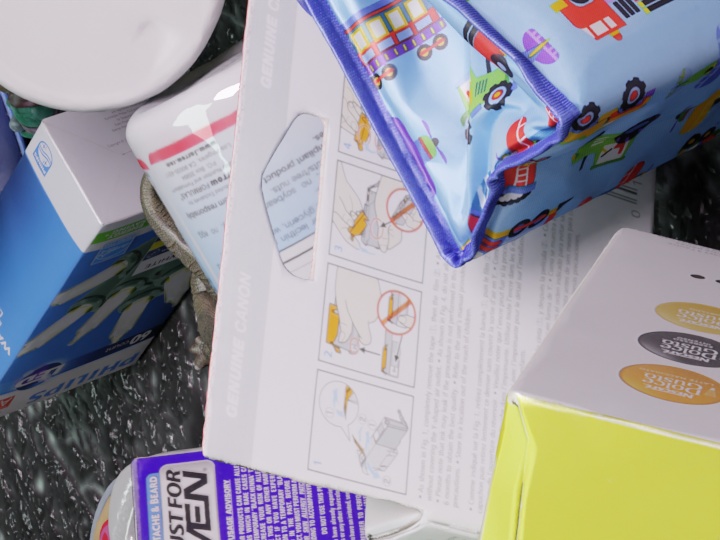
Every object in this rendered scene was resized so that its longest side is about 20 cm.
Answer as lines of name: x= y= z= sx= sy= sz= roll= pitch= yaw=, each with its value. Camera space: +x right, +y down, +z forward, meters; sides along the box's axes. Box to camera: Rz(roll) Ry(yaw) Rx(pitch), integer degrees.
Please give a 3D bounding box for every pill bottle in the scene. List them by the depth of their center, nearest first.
pill bottle: x=0.000 y=0.000 z=1.095 sx=0.109 sy=0.109 sz=0.201 roll=-15 pitch=108 yaw=56
pill bottle: x=-0.117 y=-0.153 z=1.145 sx=0.200 sy=0.112 sz=0.113 roll=-107 pitch=15 yaw=-63

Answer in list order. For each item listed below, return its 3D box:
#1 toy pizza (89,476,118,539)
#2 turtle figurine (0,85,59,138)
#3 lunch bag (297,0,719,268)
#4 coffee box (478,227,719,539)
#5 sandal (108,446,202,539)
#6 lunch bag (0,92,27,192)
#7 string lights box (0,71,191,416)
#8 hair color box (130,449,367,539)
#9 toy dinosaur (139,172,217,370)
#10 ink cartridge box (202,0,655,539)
toy pizza: x=-0.089 y=0.198 z=1.398 sx=0.200 sy=0.032 sz=0.201 roll=28 pitch=127 yaw=45
turtle figurine: x=-0.182 y=-0.106 z=1.236 sx=0.150 sy=0.201 sz=0.100 roll=44 pitch=135 yaw=-21
lunch bag: x=0.045 y=-0.126 z=0.937 sx=0.200 sy=0.150 sz=0.094 roll=54 pitch=143 yaw=14
coffee box: x=0.137 y=0.125 z=0.808 sx=0.198 sy=0.198 sz=0.201 roll=14 pitch=106 yaw=11
sandal: x=-0.030 y=0.112 z=1.261 sx=0.202 sy=0.050 sz=0.083 roll=6 pitch=91 yaw=37
lunch bag: x=-0.236 y=-0.079 z=1.386 sx=0.201 sy=0.132 sz=0.136 roll=70 pitch=161 yaw=-1
string lights box: x=-0.125 y=-0.010 z=1.287 sx=0.059 sy=0.102 sz=0.200 roll=58 pitch=144 yaw=15
hair color box: x=0.019 y=0.112 z=1.037 sx=0.110 sy=0.199 sz=0.065 roll=83 pitch=-179 yaw=-52
toy dinosaur: x=-0.041 y=0.030 z=1.177 sx=0.102 sy=0.077 sz=0.201 roll=-121 pitch=18 yaw=-48
ink cartridge box: x=0.022 y=-0.004 z=0.950 sx=0.043 sy=0.173 sz=0.201 roll=-29 pitch=51 yaw=55
